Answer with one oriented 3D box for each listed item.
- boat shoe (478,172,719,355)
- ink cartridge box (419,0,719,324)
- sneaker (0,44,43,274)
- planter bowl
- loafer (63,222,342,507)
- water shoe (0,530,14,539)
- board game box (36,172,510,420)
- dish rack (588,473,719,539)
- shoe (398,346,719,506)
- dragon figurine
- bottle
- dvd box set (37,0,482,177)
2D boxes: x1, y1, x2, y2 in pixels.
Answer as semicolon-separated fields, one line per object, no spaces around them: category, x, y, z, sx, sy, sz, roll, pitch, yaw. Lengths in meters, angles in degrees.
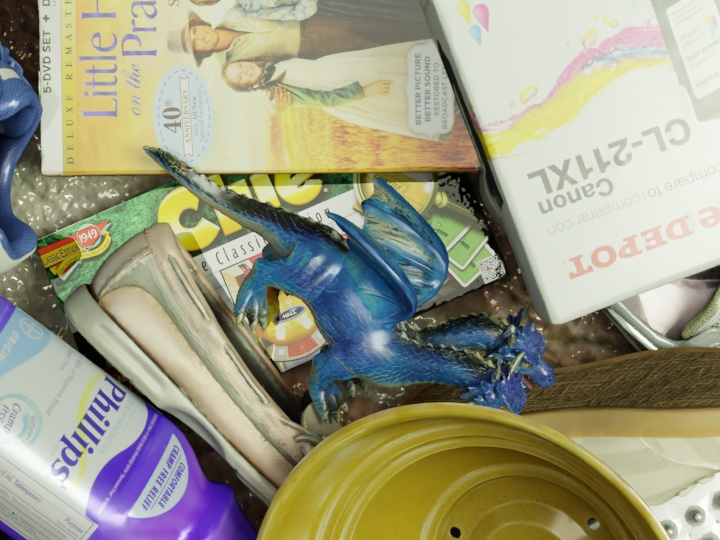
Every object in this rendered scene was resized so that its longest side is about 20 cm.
boat shoe;0.140;0.001;1.021;0.202;0.065;0.074;39;91;3
ink cartridge box;0.111;-0.093;0.950;0.146;0.083;0.200;-21;91;1
sneaker;-0.179;-0.090;1.001;0.088;0.075;0.200;-4;88;25
planter bowl;0.059;0.141;0.956;0.200;0.083;0.201;6;106;22
loafer;-0.041;0.062;1.010;0.200;0.072;0.063;43;91;-12
water shoe;-0.201;0.101;1.025;0.200;0.079;0.072;13;90;2
board game box;-0.042;-0.005;1.051;0.200;0.023;0.105;-24;86;1
dish rack;0.146;0.172;1.028;0.200;0.044;0.172;-28;87;2
shoe;0.113;0.073;0.998;0.200;0.070;0.053;-5;112;29
dragon figurine;0.000;0.000;0.986;0.099;0.059;0.200;-36;91;32
bottle;-0.116;0.093;0.990;0.200;0.065;0.084;38;48;-11
dvd box set;-0.045;-0.115;1.012;0.200;0.029;0.146;0;91;3
